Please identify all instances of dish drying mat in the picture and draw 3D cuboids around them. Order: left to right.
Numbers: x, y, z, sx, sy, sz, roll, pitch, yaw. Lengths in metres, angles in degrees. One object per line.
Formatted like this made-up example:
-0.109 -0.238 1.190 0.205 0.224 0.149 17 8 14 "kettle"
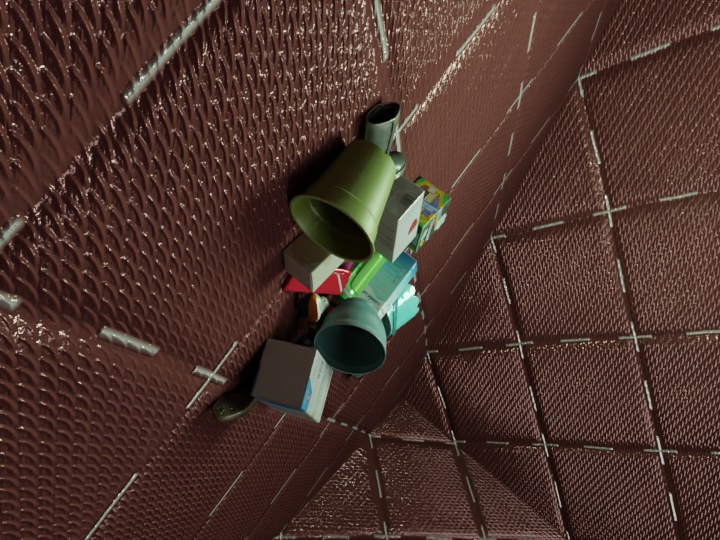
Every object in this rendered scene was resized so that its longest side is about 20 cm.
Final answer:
-0.102 0.024 1.382 0.197 0.018 0.078 7 122 -50 "dish drying mat"

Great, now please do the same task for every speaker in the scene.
0.000 0.000 1.601 0.201 0.087 0.089 -51 162 -13 "speaker"

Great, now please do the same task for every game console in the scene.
-0.034 0.200 1.674 0.172 0.198 0.120 -44 159 -26 "game console"

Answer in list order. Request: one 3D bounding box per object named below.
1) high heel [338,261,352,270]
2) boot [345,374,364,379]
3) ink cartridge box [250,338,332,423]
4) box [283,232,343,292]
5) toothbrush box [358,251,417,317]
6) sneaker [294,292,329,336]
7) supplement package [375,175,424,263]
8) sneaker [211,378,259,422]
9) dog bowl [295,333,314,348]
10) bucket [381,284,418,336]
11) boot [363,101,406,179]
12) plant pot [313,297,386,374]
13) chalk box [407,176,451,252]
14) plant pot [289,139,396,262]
-0.037 -0.023 1.474 0.095 0.067 0.203 1 127 -57 "high heel"
0.020 0.364 2.333 0.204 0.069 0.132 -59 157 -4 "boot"
-0.172 0.291 1.471 0.201 0.141 0.151 69 34 -64 "ink cartridge box"
-0.077 -0.059 1.280 0.200 0.094 0.079 -47 160 -27 "box"
0.058 0.021 1.690 0.202 0.145 0.086 -52 162 -11 "toothbrush box"
-0.120 0.094 1.493 0.093 0.074 0.201 -54 171 -26 "sneaker"
0.082 -0.143 1.503 0.122 0.118 0.202 -47 161 -24 "supplement package"
-0.305 0.347 1.429 0.199 0.069 0.078 -24 139 -60 "sneaker"
-0.163 0.287 1.690 0.201 0.078 0.202 -49 161 -22 "dog bowl"
0.078 0.104 1.817 0.134 0.206 0.210 -37 156 -30 "bucket"
0.059 -0.293 1.286 0.182 0.071 0.204 -44 153 -37 "boot"
-0.018 0.161 1.522 0.204 0.194 0.137 107 -2 -45 "plant pot"
0.159 -0.154 1.685 0.200 0.123 0.126 -43 160 -29 "chalk box"
-0.017 -0.156 1.160 0.193 0.195 0.202 -60 166 -24 "plant pot"
